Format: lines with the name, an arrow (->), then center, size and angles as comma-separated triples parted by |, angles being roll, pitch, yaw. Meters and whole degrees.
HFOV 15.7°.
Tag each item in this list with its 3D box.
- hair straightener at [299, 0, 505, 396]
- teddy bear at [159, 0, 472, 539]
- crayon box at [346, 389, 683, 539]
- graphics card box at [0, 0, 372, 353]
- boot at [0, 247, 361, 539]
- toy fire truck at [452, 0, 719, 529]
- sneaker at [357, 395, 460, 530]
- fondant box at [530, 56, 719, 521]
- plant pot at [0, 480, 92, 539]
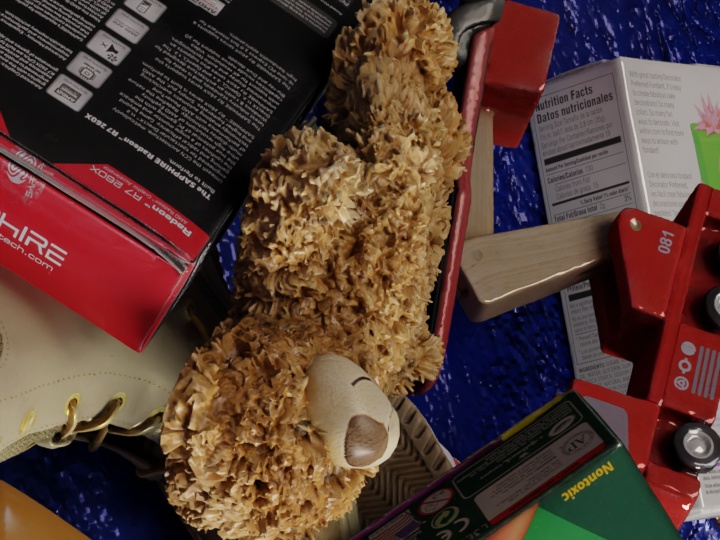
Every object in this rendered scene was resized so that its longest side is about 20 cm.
hair straightener -> 0.012, -0.056, 1.025 | 0.077, 0.041, 0.201 | 16, 79, -15
teddy bear -> 0.000, 0.000, 0.859 | 0.200, 0.066, 0.146 | -61, 162, -49
crayon box -> 0.040, 0.169, 0.894 | 0.173, 0.200, 0.058 | 56, -1, -23
graphics card box -> -0.079, -0.072, 0.874 | 0.125, 0.051, 0.200 | 32, 40, -1
boot -> -0.090, 0.051, 0.866 | 0.155, 0.073, 0.201 | -34, 100, -52
toy fire truck -> 0.087, -0.001, 1.057 | 0.140, 0.049, 0.201 | 19, 60, -2
sneaker -> 0.028, 0.097, 0.996 | 0.200, 0.112, 0.071 | 38, 89, 2
fondant box -> 0.154, 0.010, 1.175 | 0.144, 0.058, 0.201 | 0, 78, -49
plant pot -> -0.183, 0.109, 0.672 | 0.183, 0.200, 0.201 | 39, 50, -14
